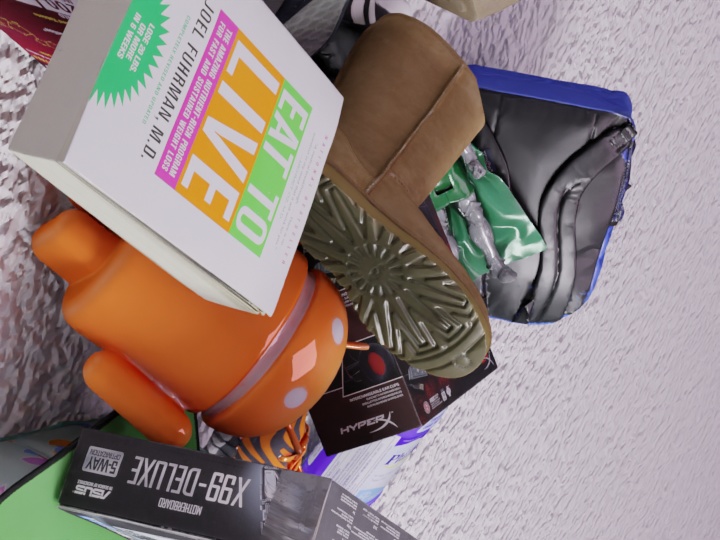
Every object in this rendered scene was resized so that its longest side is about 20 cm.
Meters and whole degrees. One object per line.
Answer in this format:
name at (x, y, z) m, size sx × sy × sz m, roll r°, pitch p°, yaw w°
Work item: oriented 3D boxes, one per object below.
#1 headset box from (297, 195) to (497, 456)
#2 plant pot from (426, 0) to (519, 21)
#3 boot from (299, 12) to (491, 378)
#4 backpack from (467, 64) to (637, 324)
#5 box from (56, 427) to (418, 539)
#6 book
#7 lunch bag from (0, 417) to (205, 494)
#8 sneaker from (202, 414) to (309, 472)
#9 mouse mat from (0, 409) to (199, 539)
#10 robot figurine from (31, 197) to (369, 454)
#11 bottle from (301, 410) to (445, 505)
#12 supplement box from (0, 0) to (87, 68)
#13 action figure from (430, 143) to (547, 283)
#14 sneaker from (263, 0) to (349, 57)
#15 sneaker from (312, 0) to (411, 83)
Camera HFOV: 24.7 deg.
headset box at (0.000, 0.000, 1.068) m, size 0.149 × 0.075 × 0.200 m, roll -25°, pitch 93°, yaw -64°
plant pot at (0.065, -0.282, 1.050) m, size 0.177 × 0.200 × 0.200 m, roll -49°, pitch 150°, yaw -18°
boot at (0.040, -0.053, 0.999) m, size 0.066 × 0.175 × 0.200 m, roll -33°, pitch -166°, yaw 35°
backpack at (0.145, -0.063, 1.395) m, size 0.168 × 0.162 × 0.200 m, roll -60°, pitch 160°, yaw -70°
box at (-0.055, 0.153, 0.951) m, size 0.200 × 0.158 × 0.050 m, roll 47°, pitch 56°, yaw -60°
book at (-0.081, -0.075, 0.805) m, size 0.200 × 0.048 × 0.134 m, roll 42°, pitch 66°, yaw -59°
lunch bag at (-0.176, 0.178, 1.014) m, size 0.200 × 0.077 × 0.161 m, roll -3°, pitch 110°, yaw -62°
sneaker at (-0.048, 0.136, 1.121) m, size 0.078 × 0.112 × 0.200 m, roll -46°, pitch 174°, yaw -41°
mouse mat at (-0.146, 0.160, 0.954) m, size 0.200 × 0.008 × 0.161 m, roll -37°, pitch 130°, yaw -54°
robot figurine at (-0.089, 0.017, 0.949) m, size 0.117 × 0.200 × 0.144 m, roll -43°, pitch -162°, yaw 27°
bottle at (0.028, 0.111, 1.318) m, size 0.200 × 0.065 × 0.084 m, roll -54°, pitch 167°, yaw 28°
supplement box at (-0.128, -0.130, 0.848) m, size 0.061 × 0.109 × 0.200 m, roll -66°, pitch 154°, yaw -10°
action figure at (0.059, -0.072, 1.277) m, size 0.118 × 0.055 × 0.200 m, roll -27°, pitch 112°, yaw -3°
sneaker at (-0.067, -0.198, 0.947) m, size 0.077 × 0.146 × 0.202 m, roll -23°, pitch 166°, yaw -36°
sneaker at (-0.030, -0.148, 1.078) m, size 0.200 × 0.073 × 0.112 m, roll 14°, pitch 96°, yaw -65°
